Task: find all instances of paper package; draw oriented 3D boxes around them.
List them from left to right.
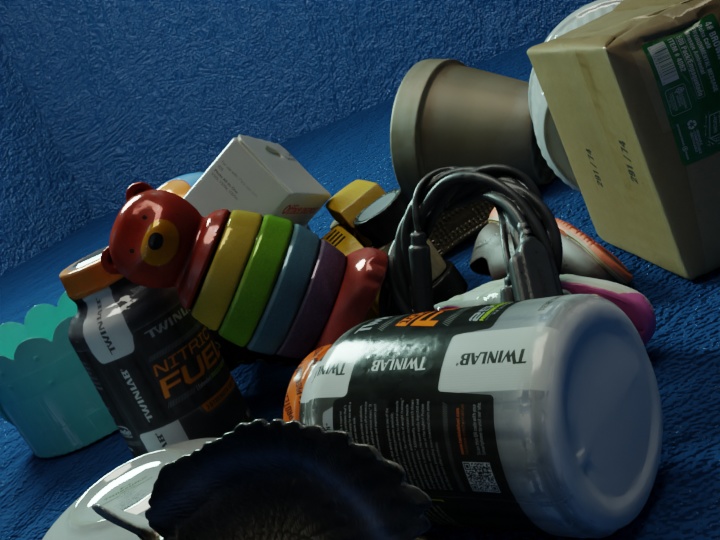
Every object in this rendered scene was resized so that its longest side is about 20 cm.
[{"bbox_3d":[0.243,-0.113,0.741,0.103,0.201,0.191,-26,16,-2],"label":"paper package"}]

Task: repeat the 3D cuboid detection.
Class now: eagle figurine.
[{"bbox_3d":[-0.046,0.152,0.449,0.200,0.151,0.152,-35,4,3],"label":"eagle figurine"}]

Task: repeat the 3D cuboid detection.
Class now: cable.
[{"bbox_3d":[0.074,0.019,0.639,0.051,0.201,0.163,10,-32,-35],"label":"cable"}]

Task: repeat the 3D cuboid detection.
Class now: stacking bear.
[{"bbox_3d":[-0.097,0.001,0.698,0.114,0.199,0.122,-132,66,-80],"label":"stacking bear"}]

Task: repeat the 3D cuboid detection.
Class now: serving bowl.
[{"bbox_3d":[-0.149,0.177,0.631,0.199,0.066,0.200,-23,16,7],"label":"serving bowl"}]

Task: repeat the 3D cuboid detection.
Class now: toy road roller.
[{"bbox_3d":[0.000,0.000,0.907,0.146,0.123,0.200,-37,16,-3],"label":"toy road roller"}]

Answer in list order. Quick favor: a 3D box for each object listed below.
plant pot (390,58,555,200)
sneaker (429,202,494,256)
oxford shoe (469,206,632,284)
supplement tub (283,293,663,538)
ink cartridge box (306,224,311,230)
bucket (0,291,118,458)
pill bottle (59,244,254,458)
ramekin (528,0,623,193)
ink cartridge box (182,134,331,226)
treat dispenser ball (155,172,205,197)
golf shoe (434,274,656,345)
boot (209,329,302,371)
[{"bbox_3d":[0.162,-0.172,1.155,0.173,0.201,0.200,6,30,32],"label":"plant pot"},{"bbox_3d":[0.085,-0.045,1.058,0.199,0.071,0.076,-23,-5,-4],"label":"sneaker"},{"bbox_3d":[0.162,-0.003,0.792,0.073,0.071,0.200,-55,21,-2],"label":"oxford shoe"},{"bbox_3d":[0.055,0.083,0.513,0.199,0.123,0.122,-10,21,43],"label":"supplement tub"},{"bbox_3d":[-0.171,-0.006,1.335,0.199,0.050,0.162,-19,15,8],"label":"ink cartridge box"},{"bbox_3d":[-0.320,0.105,1.017,0.206,0.135,0.207,-22,14,6],"label":"bucket"},{"bbox_3d":[-0.175,0.074,0.760,0.106,0.201,0.106,-23,15,7],"label":"pill bottle"},{"bbox_3d":[0.266,-0.164,0.901,0.199,0.201,0.105,-18,25,24],"label":"ramekin"},{"bbox_3d":[-0.139,-0.034,0.923,0.200,0.087,0.145,-49,-7,11],"label":"ink cartridge box"},{"bbox_3d":[-0.190,-0.020,1.112,0.200,0.202,0.201,-23,15,6],"label":"treat dispenser ball"},{"bbox_3d":[0.134,0.030,0.675,0.199,0.076,0.091,-8,19,46],"label":"golf shoe"},{"bbox_3d":[-0.089,0.077,0.836,0.153,0.204,0.074,22,37,6],"label":"boot"}]
